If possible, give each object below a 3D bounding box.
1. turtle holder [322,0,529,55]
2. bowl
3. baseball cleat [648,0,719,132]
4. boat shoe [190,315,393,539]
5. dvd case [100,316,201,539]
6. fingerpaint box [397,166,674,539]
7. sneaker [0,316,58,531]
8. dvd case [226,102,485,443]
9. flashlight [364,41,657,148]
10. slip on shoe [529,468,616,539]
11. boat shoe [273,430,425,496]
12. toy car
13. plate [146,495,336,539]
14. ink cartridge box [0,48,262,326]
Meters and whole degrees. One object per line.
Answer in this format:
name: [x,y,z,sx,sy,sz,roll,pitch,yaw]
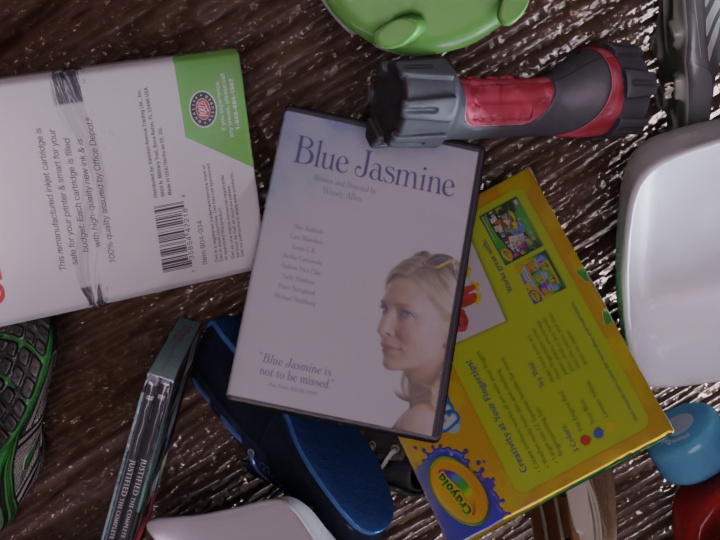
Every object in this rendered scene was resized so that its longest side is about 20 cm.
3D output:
turtle holder: [0.054,-0.222,0.686,0.185,0.132,0.141,-42,101,5]
bowl: [0.269,-0.025,0.751,0.196,0.075,0.203,-10,125,-1]
baseball cleat: [0.250,-0.194,0.736,0.104,0.070,0.204,-7,104,-2]
boat shoe: [-0.050,0.120,0.758,0.083,0.201,0.069,5,128,-48]
dvd case: [-0.153,0.145,0.745,0.022,0.146,0.203,17,101,-5]
fingerpaint box: [0.092,0.062,0.739,0.165,0.073,0.202,-28,73,3]
sneaker: [-0.260,0.108,0.764,0.077,0.085,0.202,30,108,14]
dvd case: [0.000,0.000,0.705,0.140,0.018,0.204,11,77,-2]
flashlight: [0.102,-0.117,0.707,0.197,0.068,0.069,-5,95,-29]
slip on shoe: [0.165,0.229,0.787,0.060,0.076,0.203,11,58,-24]
boat shoe: [0.023,0.135,0.796,0.196,0.068,0.073,-5,105,1]
toy car: [0.300,0.208,0.742,0.175,0.201,0.186,-24,110,30]
plate: [-0.042,0.236,0.738,0.032,0.198,0.202,-41,102,-38]
ink cartridge box: [-0.173,-0.058,0.697,0.197,0.084,0.148,-12,104,-25]
